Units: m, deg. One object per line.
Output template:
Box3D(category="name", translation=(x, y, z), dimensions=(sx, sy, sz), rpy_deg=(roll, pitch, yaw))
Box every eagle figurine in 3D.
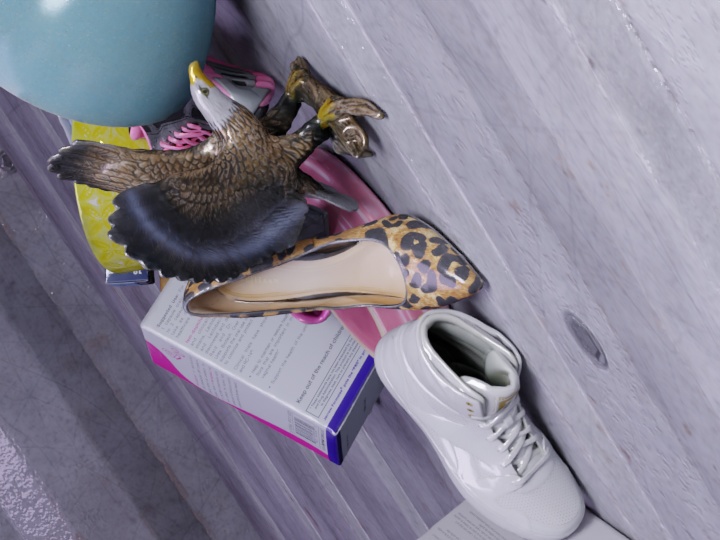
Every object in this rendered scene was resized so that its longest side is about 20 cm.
Box3D(category="eagle figurine", translation=(-0.098, -0.071, 1.500), dimensions=(0.151, 0.199, 0.152), rpy_deg=(52, 168, 7))

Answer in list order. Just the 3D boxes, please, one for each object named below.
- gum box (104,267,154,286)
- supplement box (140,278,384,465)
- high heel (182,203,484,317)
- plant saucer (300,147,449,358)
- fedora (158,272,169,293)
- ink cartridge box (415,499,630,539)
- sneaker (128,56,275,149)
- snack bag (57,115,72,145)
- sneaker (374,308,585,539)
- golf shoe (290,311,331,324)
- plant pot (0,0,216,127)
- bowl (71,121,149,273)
Box3D(category="gum box", translation=(-0.225, -0.087, 2.069), dimensions=(0.170, 0.044, 0.202), rpy_deg=(167, 98, -86))
Box3D(category="supplement box", translation=(-0.082, 0.071, 1.918), dimensions=(0.199, 0.104, 0.101), rpy_deg=(27, 162, 10))
Box3D(category="high heel", translation=(-0.023, 0.015, 1.514), dimensions=(0.199, 0.142, 0.072), rpy_deg=(16, 128, 42))
Box3D(category="plant saucer", translation=(0.000, 0.000, 1.683), dimensions=(0.201, 0.051, 0.201), rpy_deg=(51, 168, 15))
Box3D(category="fedora", translation=(-0.160, -0.011, 2.137), dimensions=(0.201, 0.081, 0.202), rpy_deg=(175, 90, -85))
Box3D(category="ink cartridge box", translation=(0.103, 0.238, 1.624), dimensions=(0.045, 0.176, 0.200), rpy_deg=(59, 168, -25))
Box3D(category="sneaker", translation=(-0.130, -0.120, 1.689), dimensions=(0.079, 0.096, 0.200), rpy_deg=(13, -175, -27))
Box3D(category="snack bag", translation=(-0.214, -0.144, 1.907), dimensions=(0.189, 0.021, 0.201), rpy_deg=(71, -159, -49))
Box3D(category="sneaker", translation=(0.097, 0.112, 1.555), dimensions=(0.200, 0.074, 0.116), rpy_deg=(46, 160, -2))
Box3D(category="golf shoe", translation=(-0.075, -0.040, 1.774), dimensions=(0.200, 0.075, 0.092), rpy_deg=(54, -171, -24))
Box3D(category="plant pot", translation=(-0.183, -0.220, 1.535), dimensions=(0.200, 0.199, 0.135), rpy_deg=(50, 131, 23))
Box3D(category="bowl", translation=(-0.161, -0.099, 1.848), dimensions=(0.200, 0.107, 0.202), rpy_deg=(-3, -90, -76))
